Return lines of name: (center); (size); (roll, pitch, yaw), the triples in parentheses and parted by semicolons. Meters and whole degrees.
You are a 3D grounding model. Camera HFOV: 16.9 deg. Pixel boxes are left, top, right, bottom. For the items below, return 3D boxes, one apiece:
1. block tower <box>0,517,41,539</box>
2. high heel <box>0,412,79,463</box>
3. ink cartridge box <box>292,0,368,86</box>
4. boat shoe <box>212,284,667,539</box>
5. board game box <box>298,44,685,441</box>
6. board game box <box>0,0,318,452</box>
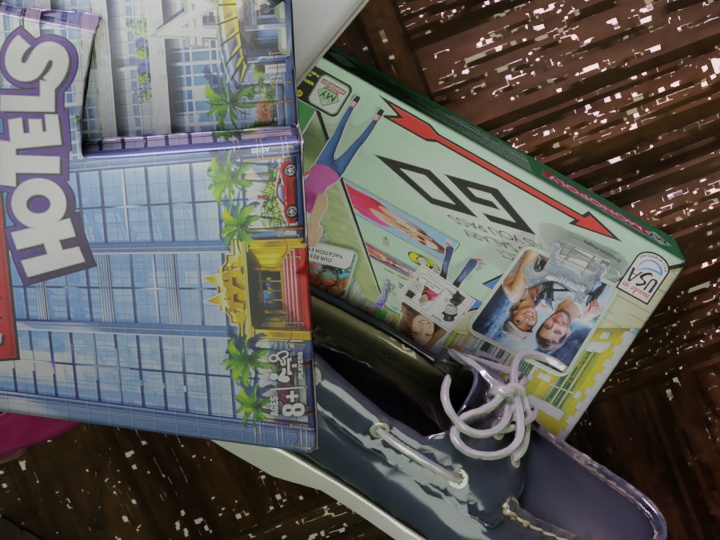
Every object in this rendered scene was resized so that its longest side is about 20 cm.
block tower: (-0.161, 0.119, 0.918); (0.200, 0.054, 0.058); (34, 106, -15)
high heel: (-0.182, 0.049, 0.829); (0.096, 0.200, 0.067); (-43, 69, 51)
ink cartridge box: (-0.094, -0.094, 0.789); (0.148, 0.086, 0.200); (37, 102, -18)
boat shoe: (0.027, 0.055, 0.865); (0.200, 0.075, 0.062); (28, 119, -4)
board game box: (0.000, 0.000, 0.894); (0.200, 0.029, 0.135); (28, 107, -14)
board game box: (-0.118, -0.038, 0.731); (0.200, 0.062, 0.200); (-5, 113, -5)
